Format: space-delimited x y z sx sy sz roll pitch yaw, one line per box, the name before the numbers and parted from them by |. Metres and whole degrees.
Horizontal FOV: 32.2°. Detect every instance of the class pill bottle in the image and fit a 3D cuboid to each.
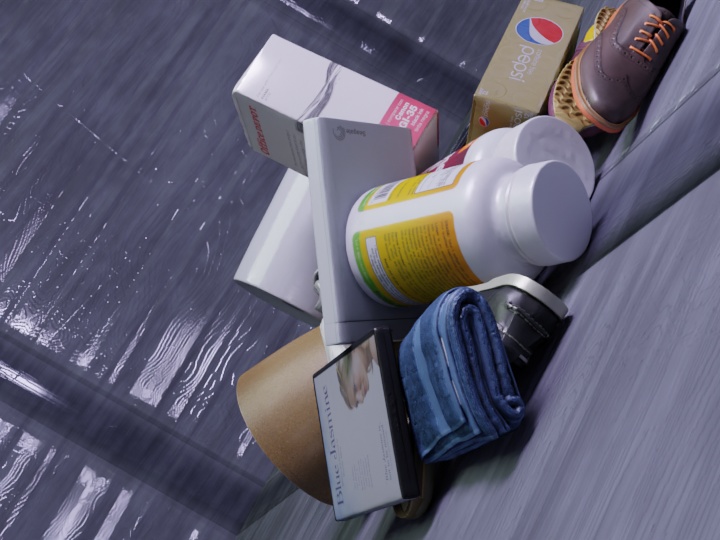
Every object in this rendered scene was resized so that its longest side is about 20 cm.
pill bottle | 0.092 -0.034 1.059 0.200 0.111 0.111 -11 41 45
pill bottle | 0.123 -0.069 1.180 0.200 0.109 0.110 -28 28 56

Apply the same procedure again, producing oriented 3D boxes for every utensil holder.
utensil holder | -0.045 -0.040 1.559 0.201 0.169 0.170 -63 3 -7

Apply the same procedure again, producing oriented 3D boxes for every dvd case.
dvd case | 0.000 0.140 1.099 0.200 0.017 0.143 136 126 -66

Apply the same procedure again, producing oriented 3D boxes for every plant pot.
plant pot | -0.001 0.120 1.354 0.200 0.186 0.186 -43 7 17

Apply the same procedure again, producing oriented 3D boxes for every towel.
towel | 0.068 0.083 0.945 0.048 0.112 0.200 -15 -11 -10

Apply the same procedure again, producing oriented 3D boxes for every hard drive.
hard drive | 0.009 -0.035 1.141 0.027 0.132 0.201 -11 83 41

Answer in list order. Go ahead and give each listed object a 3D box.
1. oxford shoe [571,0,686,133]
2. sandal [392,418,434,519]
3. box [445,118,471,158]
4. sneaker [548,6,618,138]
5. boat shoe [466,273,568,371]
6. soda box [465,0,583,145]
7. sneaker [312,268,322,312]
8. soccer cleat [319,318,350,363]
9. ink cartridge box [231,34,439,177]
oxford shoe | 0.243 -0.200 1.112 0.073 0.071 0.200 -50 9 49
sandal | 0.069 0.129 1.098 0.080 0.054 0.201 114 169 -53
box | 0.142 -0.090 1.354 0.200 0.114 0.132 -57 3 47
sneaker | 0.226 -0.172 1.217 0.200 0.075 0.090 -54 -11 -42
boat shoe | 0.101 0.054 1.006 0.068 0.072 0.200 -61 5 -14
soda box | 0.168 -0.198 1.262 0.064 0.067 0.200 96 -164 -44
sneaker | 0.000 0.000 1.271 0.200 0.092 0.076 -49 -46 -78
soccer cleat | -0.004 0.100 1.221 0.200 0.069 0.078 -111 32 -59
ink cartridge box | -0.022 -0.147 1.315 0.083 0.199 0.147 -59 -14 -16
